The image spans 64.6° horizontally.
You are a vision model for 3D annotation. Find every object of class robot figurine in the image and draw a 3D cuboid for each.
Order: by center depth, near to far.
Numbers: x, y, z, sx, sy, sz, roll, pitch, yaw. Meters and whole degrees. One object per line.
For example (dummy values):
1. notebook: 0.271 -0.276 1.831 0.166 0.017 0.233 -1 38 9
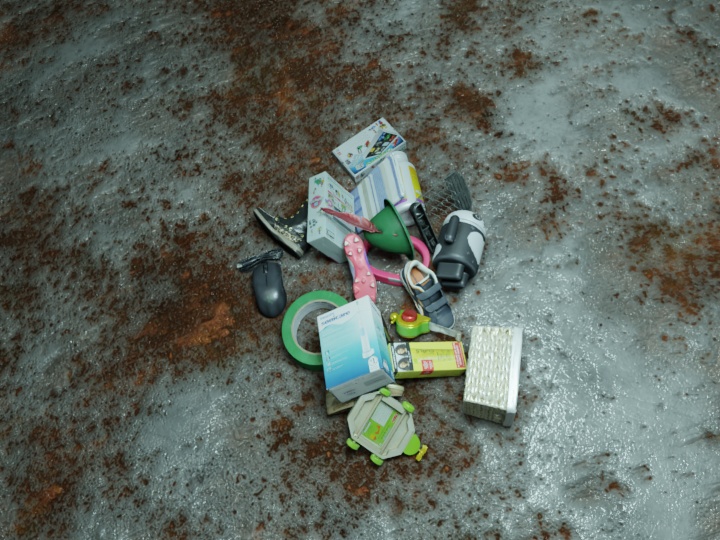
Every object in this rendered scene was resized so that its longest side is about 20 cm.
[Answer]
1. robot figurine: 0.257 -0.057 1.474 0.122 0.151 0.204 21 66 -4

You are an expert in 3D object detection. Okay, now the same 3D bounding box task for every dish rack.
1. dish rack: 0.230 -0.166 1.555 0.198 0.156 0.054 -38 30 -15

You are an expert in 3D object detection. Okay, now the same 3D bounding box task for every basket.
1. basket: 0.311 0.243 1.344 0.120 0.136 0.205 7 64 14

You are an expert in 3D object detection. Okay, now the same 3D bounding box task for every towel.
1. towel: 0.045 -0.215 1.600 0.199 0.023 0.150 -37 53 37

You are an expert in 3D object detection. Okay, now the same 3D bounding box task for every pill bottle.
1. pill bottle: 0.118 -0.237 1.622 0.101 0.105 0.205 -10 62 1

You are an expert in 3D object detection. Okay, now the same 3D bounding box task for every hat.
1. hat: 0.023 -0.080 1.483 0.172 0.167 0.203 -25 61 -7

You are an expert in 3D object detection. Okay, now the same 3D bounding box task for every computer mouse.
1. computer mouse: -0.261 0.030 1.562 0.135 0.053 0.204 -18 63 -4

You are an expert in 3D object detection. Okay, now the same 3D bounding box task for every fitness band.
1. fitness band: 0.094 -0.033 1.564 0.194 0.038 0.147 13 63 12

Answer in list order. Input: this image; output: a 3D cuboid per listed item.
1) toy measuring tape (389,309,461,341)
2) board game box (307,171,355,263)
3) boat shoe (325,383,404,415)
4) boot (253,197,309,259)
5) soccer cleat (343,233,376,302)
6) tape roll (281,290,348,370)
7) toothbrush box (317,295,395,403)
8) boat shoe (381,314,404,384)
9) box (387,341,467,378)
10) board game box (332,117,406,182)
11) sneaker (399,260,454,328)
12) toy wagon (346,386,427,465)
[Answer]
1. toy measuring tape: 0.153 0.148 1.430 0.196 0.074 0.075 18 65 31
2. board game box: -0.078 -0.145 1.572 0.063 0.147 0.206 -16 59 29
3. boat shoe: 0.012 0.314 1.382 0.194 0.071 0.066 -9 70 10
4. boot: -0.197 -0.147 1.631 0.199 0.074 0.151 39 74 18
5. soccer cleat: 0.000 0.000 1.518 0.065 0.077 0.206 -16 97 5
6. tape roll: -0.105 0.155 1.483 0.194 0.048 0.206 -3 63 5
7. toothbrush box: -0.014 0.183 1.345 0.143 0.086 0.204 -23 51 12
8. boat shoe: 0.047 0.201 1.440 0.075 0.071 0.204 -32 65 25
9. box: 0.157 0.217 1.382 0.194 0.050 0.077 2 61 -18
10. board game box: 0.027 -0.370 1.739 0.198 0.035 0.127 -35 64 -11
11. sneaker: 0.174 0.064 1.459 0.078 0.080 0.201 -34 79 -20
12. toy wagon: 0.065 0.373 1.332 0.197 0.040 0.157 33 91 -4
